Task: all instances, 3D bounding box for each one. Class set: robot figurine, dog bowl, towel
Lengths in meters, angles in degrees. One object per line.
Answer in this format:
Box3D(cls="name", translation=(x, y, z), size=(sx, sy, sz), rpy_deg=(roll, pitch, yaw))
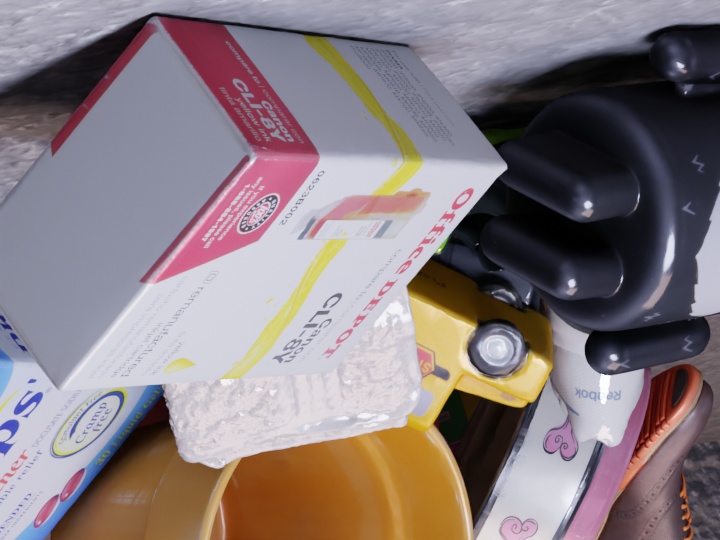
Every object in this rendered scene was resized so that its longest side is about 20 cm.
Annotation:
Box3D(cls="robot figurine", translation=(0.157, -0.035, 1.439), size=(0.200, 0.125, 0.150), rpy_deg=(-8, 156, -40))
Box3D(cls="dog bowl", translation=(0.108, 0.115, 1.708), size=(0.074, 0.201, 0.200), rpy_deg=(24, 165, -5))
Box3D(cls="towel", translation=(-0.044, 0.009, 1.397), size=(0.132, 0.200, 0.035), rpy_deg=(-13, -144, 1))

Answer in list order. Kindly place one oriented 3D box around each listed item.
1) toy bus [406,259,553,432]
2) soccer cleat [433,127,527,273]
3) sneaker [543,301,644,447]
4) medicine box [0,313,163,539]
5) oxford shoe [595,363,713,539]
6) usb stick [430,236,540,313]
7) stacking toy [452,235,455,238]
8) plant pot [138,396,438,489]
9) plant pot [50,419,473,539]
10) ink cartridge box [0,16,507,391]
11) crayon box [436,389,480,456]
Box3D(cls="toy bus", translation=(-0.001, 0.021, 1.480), size=(0.200, 0.078, 0.065), rpy_deg=(26, -161, -8))
Box3D(cls="soccer cleat", translation=(0.091, -0.042, 1.517), size=(0.200, 0.081, 0.067), rpy_deg=(-6, 169, -39))
Box3D(cls="sneaker", translation=(0.129, 0.039, 1.589), size=(0.074, 0.087, 0.200), rpy_deg=(5, -167, 8))
Box3D(cls="medicine box", translation=(-0.223, 0.081, 1.502), size=(0.182, 0.103, 0.200), rpy_deg=(-50, 160, 15))
Box3D(cls="oxford shoe", translation=(0.178, 0.133, 1.736), size=(0.072, 0.071, 0.200), rpy_deg=(23, 134, -5))
Box3D(cls="usb stick", translation=(0.000, 0.000, 1.526), size=(0.199, 0.056, 0.033), rpy_deg=(11, -163, -3))
Box3D(cls="stacking toy", translation=(0.021, -0.007, 1.649), size=(0.116, 0.110, 0.200), rpy_deg=(-15, -174, 16))
Box3D(cls="plant pot", translation=(-0.066, 0.095, 1.774), size=(0.182, 0.201, 0.200), rpy_deg=(-11, 173, 24))
Box3D(cls="plant pot", translation=(-0.070, 0.155, 1.580), size=(0.200, 0.201, 0.183), rpy_deg=(-5, -174, -42))
Box3D(cls="ink cartridge box", translation=(-0.049, -0.027, 1.238), size=(0.145, 0.083, 0.200), rpy_deg=(-49, 155, 24))
Box3D(cls="crayon box", translation=(0.049, 0.126, 1.858), size=(0.200, 0.119, 0.058), rpy_deg=(-22, 157, 13))
